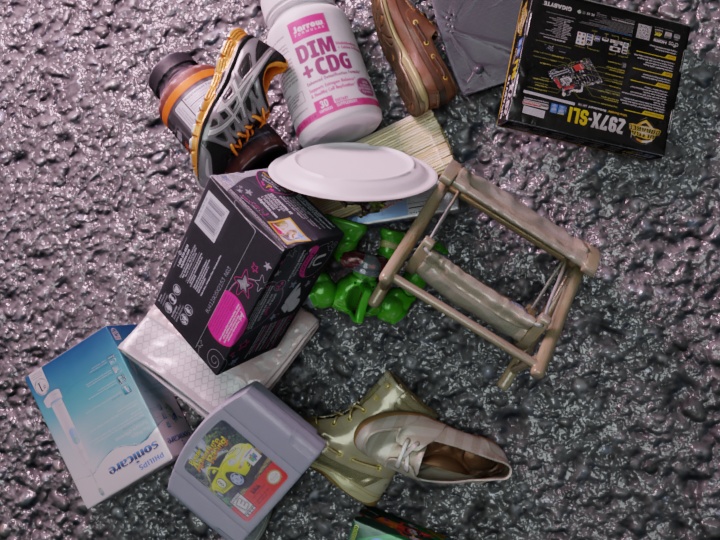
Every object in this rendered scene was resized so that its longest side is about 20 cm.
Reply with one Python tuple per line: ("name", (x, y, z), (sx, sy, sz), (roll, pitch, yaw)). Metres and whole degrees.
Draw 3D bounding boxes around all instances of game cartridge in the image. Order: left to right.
("game cartridge", (-0.147, 0.234, 0.838), (0.133, 0.041, 0.200), (40, 112, 5))

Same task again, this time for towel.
("towel", (-0.186, 0.085, 0.909), (0.199, 0.032, 0.191), (33, 69, 12))

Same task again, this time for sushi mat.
("sushi mat", (0.020, -0.134, 0.896), (0.199, 0.012, 0.096), (-24, 69, 6))

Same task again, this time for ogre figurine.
("ogre figurine", (0.000, 0.000, 0.869), (0.098, 0.199, 0.121), (22, 100, 57))

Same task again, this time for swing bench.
("swing bench", (0.145, -0.005, 0.786), (0.198, 0.130, 0.201), (31, 74, 3))

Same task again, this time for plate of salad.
("plate of salad", (-0.009, -0.109, 0.813), (0.199, 0.200, 0.048), (10, 117, 12))

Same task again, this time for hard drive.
("hard drive", (0.164, -0.332, 0.882), (0.134, 0.042, 0.201), (-16, 85, 12))

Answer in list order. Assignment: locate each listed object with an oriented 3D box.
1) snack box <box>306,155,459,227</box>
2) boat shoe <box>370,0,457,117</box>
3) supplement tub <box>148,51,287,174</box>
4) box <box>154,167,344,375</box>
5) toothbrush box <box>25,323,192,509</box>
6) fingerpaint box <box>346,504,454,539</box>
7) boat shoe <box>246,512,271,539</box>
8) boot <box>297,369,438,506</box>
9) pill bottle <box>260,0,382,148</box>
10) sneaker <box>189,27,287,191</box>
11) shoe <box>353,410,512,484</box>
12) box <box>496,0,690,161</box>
("snack box", (0.028, -0.097, 0.910), (0.199, 0.024, 0.072), (-9, 85, 12))
("boat shoe", (0.065, -0.298, 0.893), (0.067, 0.072, 0.201), (-19, 80, -7))
("supplement tub", (-0.196, -0.199, 0.923), (0.107, 0.107, 0.200), (-43, 79, 7))
("box", (-0.134, -0.002, 0.812), (0.132, 0.114, 0.200), (44, 122, 19))
("toothbrush box", (-0.339, 0.195, 0.946), (0.146, 0.085, 0.201), (-32, 81, 9))
("fingerpaint box", (0.044, 0.424, 0.858), (0.166, 0.073, 0.201), (18, 92, 13))
("boat shoe", (-0.153, 0.267, 0.909), (0.070, 0.071, 0.202), (6, 88, 12))
("boot", (-0.018, 0.182, 0.870), (0.200, 0.073, 0.156), (36, 95, -4))
("pill bottle", (-0.054, -0.267, 0.890), (0.113, 0.113, 0.201), (-21, 83, 11))
("sneaker", (-0.148, -0.187, 0.826), (0.077, 0.078, 0.201), (18, 88, -4))
("shoe", (0.090, 0.217, 0.829), (0.199, 0.053, 0.070), (13, 99, -12))
("box", (0.278, -0.231, 0.824), (0.199, 0.049, 0.161), (11, 92, -4))
